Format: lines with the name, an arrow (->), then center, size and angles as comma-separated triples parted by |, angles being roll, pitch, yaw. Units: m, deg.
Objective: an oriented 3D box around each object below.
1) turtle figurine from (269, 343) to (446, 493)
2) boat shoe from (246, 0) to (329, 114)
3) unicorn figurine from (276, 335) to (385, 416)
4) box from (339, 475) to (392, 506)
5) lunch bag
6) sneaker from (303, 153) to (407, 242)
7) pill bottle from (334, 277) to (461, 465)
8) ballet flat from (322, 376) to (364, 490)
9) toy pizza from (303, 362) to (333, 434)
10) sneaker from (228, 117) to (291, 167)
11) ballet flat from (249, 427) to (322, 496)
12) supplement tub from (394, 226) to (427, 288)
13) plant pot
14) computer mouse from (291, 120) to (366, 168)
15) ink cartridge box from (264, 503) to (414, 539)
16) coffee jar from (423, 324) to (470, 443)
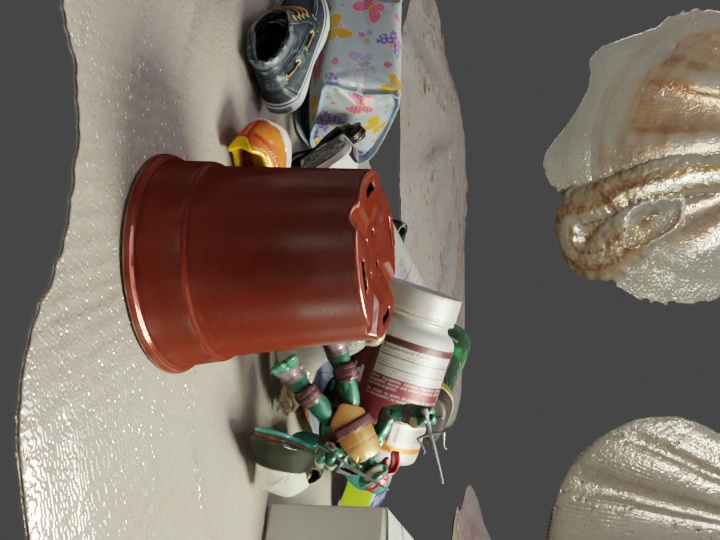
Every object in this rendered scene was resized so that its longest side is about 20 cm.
turtle figurine -> -0.007, 0.167, 1.004 | 0.150, 0.101, 0.200 | -29, 86, -40
boat shoe -> -0.084, -0.289, 1.126 | 0.091, 0.071, 0.201 | 73, 22, -57
unicorn figurine -> -0.056, 0.081, 1.087 | 0.074, 0.200, 0.138 | -4, 73, -54
box -> 0.026, 0.266, 1.376 | 0.122, 0.048, 0.201 | 10, 99, -76
lunch bag -> -0.020, -0.250, 1.270 | 0.200, 0.127, 0.170 | 117, -22, -65
sneaker -> 0.000, -0.082, 1.273 | 0.201, 0.115, 0.076 | 60, 43, -35
pill bottle -> 0.042, 0.115, 1.117 | 0.114, 0.114, 0.201 | 10, 99, -76
ballet flat -> -0.005, 0.209, 1.248 | 0.069, 0.068, 0.200 | -92, 170, -45
toy pizza -> -0.050, 0.137, 1.269 | 0.200, 0.032, 0.201 | -1, 90, -75
sneaker -> -0.104, -0.068, 1.052 | 0.077, 0.073, 0.200 | -49, 133, -41
ballet flat -> -0.075, 0.215, 1.059 | 0.200, 0.068, 0.069 | 38, 64, -71
supplement tub -> 0.000, 0.000, 1.202 | 0.200, 0.132, 0.132 | 59, 26, -28
plant pot -> -0.077, -0.010, 0.847 | 0.201, 0.195, 0.202 | -2, 90, -76
computer mouse -> -0.037, -0.125, 1.125 | 0.044, 0.109, 0.200 | 58, 8, -16
ink cartridge box -> -0.017, 0.342, 1.125 | 0.200, 0.145, 0.084 | 64, 27, -58
coffee jar -> 0.084, 0.145, 1.289 | 0.200, 0.104, 0.086 | -63, 171, -58
